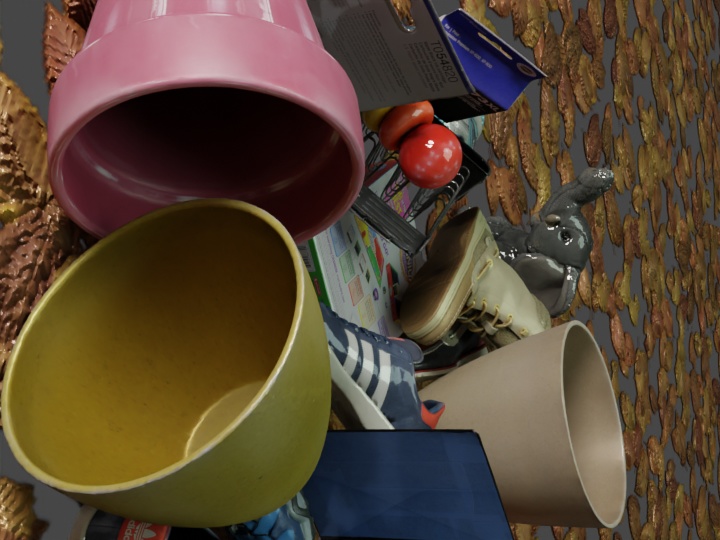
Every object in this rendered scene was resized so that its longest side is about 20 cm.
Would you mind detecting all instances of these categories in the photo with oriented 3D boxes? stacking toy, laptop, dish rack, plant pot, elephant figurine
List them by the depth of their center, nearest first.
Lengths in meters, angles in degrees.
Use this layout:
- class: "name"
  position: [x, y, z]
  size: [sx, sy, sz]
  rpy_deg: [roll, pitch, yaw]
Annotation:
- class: "plant pot"
  position: [-0.096, 0.078, 0.693]
  size: [0.142, 0.198, 0.201]
  rpy_deg: [57, 39, -45]
- class: "plant pot"
  position: [-0.102, -0.130, 0.740]
  size: [0.200, 0.198, 0.180]
  rpy_deg: [42, 35, -52]
- class: "laptop"
  position: [0.022, 0.241, 0.902]
  size: [0.116, 0.186, 0.202]
  rpy_deg: [39, 53, -53]
- class: "stacking toy"
  position: [0.018, -0.155, 0.960]
  size: [0.201, 0.085, 0.085]
  rpy_deg: [54, 23, 17]
- class: "dish rack"
  position: [0.030, -0.097, 1.020]
  size: [0.153, 0.055, 0.200]
  rpy_deg: [40, 28, 0]
- class: "plant pot"
  position: [0.127, 0.159, 1.061]
  size: [0.187, 0.198, 0.189]
  rpy_deg: [41, 42, -52]
- class: "elephant figurine"
  position: [0.203, -0.014, 1.266]
  size: [0.155, 0.198, 0.143]
  rpy_deg: [43, 49, -52]

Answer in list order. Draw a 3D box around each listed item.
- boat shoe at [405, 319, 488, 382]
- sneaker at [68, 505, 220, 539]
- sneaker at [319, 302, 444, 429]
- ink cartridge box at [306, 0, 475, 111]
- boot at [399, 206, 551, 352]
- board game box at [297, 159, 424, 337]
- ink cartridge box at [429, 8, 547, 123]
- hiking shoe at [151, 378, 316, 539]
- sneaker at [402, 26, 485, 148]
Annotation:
- class: "boat shoe"
  position: [0.075, 0.076, 1.151]
  size: [0.200, 0.071, 0.063]
  rpy_deg: [-15, 90, -61]
- class: "sneaker"
  position: [-0.110, 0.216, 0.764]
  size: [0.200, 0.084, 0.076]
  rpy_deg: [48, 45, -49]
- class: "sneaker"
  position: [-0.002, 0.069, 0.935]
  size: [0.084, 0.075, 0.201]
  rpy_deg: [-43, 113, -20]
- class: "ink cartridge box"
  position: [-0.032, -0.201, 0.851]
  size: [0.200, 0.198, 0.041]
  rpy_deg: [57, 40, -43]
- class: "boot"
  position: [0.120, 0.046, 1.113]
  size: [0.156, 0.072, 0.200]
  rpy_deg: [53, 32, -16]
- class: "board game box"
  position: [0.000, 0.000, 1.051]
  size: [0.200, 0.040, 0.154]
  rpy_deg: [-42, 123, -56]
- class: "ink cartridge box"
  position: [0.082, -0.176, 0.992]
  size: [0.094, 0.200, 0.037]
  rpy_deg: [34, 82, -15]
- class: "hiking shoe"
  position: [-0.099, 0.159, 0.824]
  size: [0.087, 0.074, 0.202]
  rpy_deg: [-31, 104, -51]
- class: "sneaker"
  position: [0.081, -0.178, 1.194]
  size: [0.200, 0.077, 0.087]
  rpy_deg: [48, 49, -49]
